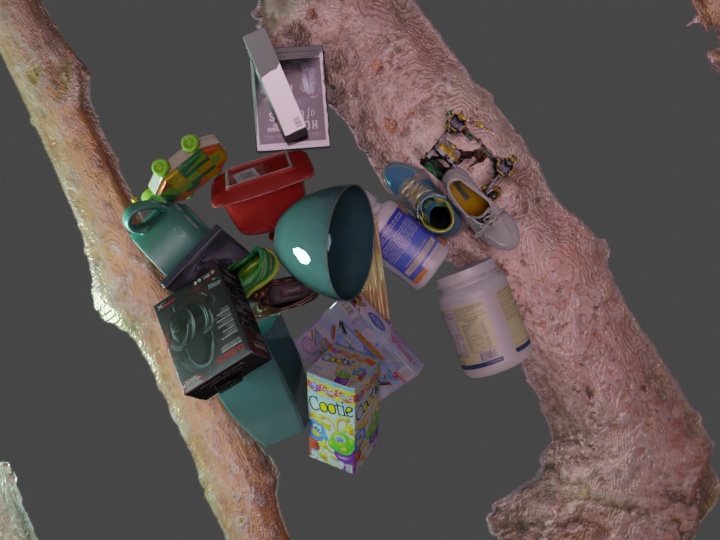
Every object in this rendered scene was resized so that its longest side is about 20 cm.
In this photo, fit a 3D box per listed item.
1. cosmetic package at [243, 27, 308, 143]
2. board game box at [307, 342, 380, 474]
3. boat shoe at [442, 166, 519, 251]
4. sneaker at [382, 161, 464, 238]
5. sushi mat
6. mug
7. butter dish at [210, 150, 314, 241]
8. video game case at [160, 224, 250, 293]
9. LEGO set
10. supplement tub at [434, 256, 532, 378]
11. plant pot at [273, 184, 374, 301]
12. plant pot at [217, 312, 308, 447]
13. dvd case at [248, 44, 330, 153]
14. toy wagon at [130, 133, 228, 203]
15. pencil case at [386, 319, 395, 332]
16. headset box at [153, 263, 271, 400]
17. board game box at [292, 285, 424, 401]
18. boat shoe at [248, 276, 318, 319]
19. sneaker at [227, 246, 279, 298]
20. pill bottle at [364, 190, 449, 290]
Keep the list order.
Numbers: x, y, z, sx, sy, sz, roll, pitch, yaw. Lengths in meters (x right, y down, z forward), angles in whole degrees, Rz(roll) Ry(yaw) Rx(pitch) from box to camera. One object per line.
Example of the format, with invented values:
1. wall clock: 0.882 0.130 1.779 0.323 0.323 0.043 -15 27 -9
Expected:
1. cosmetic package: -0.161 -0.351 1.442 0.050 0.083 0.202 -23 91 0
2. board game box: -0.031 0.257 1.405 0.104 0.103 0.202 15 123 24
3. boat shoe: 0.229 -0.103 1.402 0.074 0.086 0.202 -36 108 18
4. sneaker: 0.116 -0.143 1.446 0.199 0.130 0.080 40 100 9
5. sushi mat: 0.000 0.000 1.420 0.094 0.012 0.203 -6 95 19
6. mug: -0.340 -0.058 1.404 0.114 0.185 0.152 -44 76 -5
7. butter dish: -0.173 -0.127 1.433 0.197 0.200 0.150 -17 115 -4
8. video game case: -0.275 0.001 1.403 0.019 0.200 0.143 42 87 18
9. LEGO set: 0.213 -0.215 1.468 0.153 0.116 0.200 -41 93 -2
10. supplement tub: 0.234 0.089 1.457 0.143 0.145 0.202 -21 91 -3
11. plant pot: -0.073 -0.052 1.331 0.133 0.200 0.203 5 90 24
12. plant pot: -0.179 0.216 1.426 0.140 0.141 0.202 -25 100 13
13. dvd case: -0.140 -0.339 1.495 0.148 0.025 0.203 -5 90 -3
14. toy wagon: -0.339 -0.176 1.417 0.199 0.155 0.040 -40 78 -2
15. pencil case: 0.035 0.117 1.479 0.085 0.084 0.202 -28 95 -38
16. headset box: -0.256 0.117 1.317 0.148 0.077 0.202 -31 65 11
17. board game box: -0.010 0.159 1.432 0.200 0.041 0.199 48 130 -1
18. boat shoe: -0.176 0.052 1.471 0.197 0.070 0.071 -18 95 -2
19. sneaker: -0.240 0.030 1.421 0.074 0.084 0.200 38 86 35
20. pill bottle: 0.066 -0.064 1.464 0.199 0.112 0.113 38 88 -3
